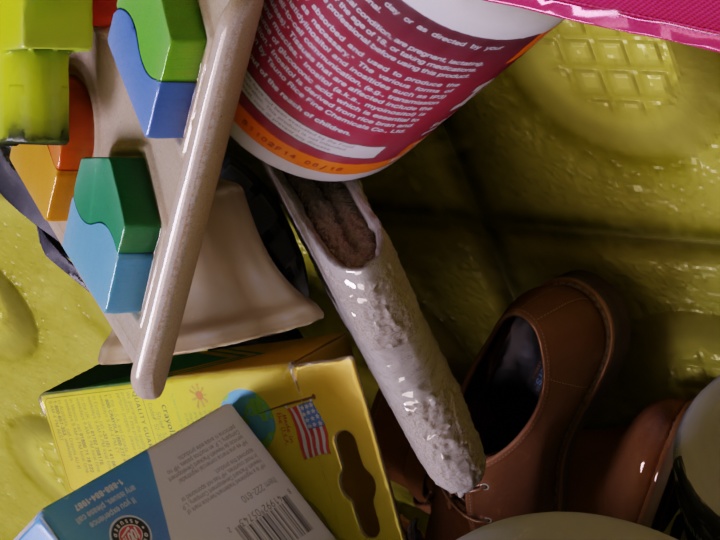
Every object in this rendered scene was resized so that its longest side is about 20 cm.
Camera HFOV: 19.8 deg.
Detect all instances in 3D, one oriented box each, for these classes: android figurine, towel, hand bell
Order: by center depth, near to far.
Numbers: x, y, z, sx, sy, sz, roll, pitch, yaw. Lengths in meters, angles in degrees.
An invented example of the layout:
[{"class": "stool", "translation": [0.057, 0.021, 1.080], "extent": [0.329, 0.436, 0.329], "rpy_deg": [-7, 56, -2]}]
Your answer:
[{"class": "android figurine", "translation": [-0.152, -0.151, 0.867], "extent": [0.182, 0.041, 0.200], "rpy_deg": [7, 99, 60]}, {"class": "towel", "translation": [0.000, 0.000, 0.914], "extent": [0.133, 0.034, 0.200], "rpy_deg": [63, 178, -33]}, {"class": "hand bell", "translation": [-0.086, -0.066, 0.927], "extent": [0.104, 0.104, 0.200], "rpy_deg": [-8, 94, 46]}]

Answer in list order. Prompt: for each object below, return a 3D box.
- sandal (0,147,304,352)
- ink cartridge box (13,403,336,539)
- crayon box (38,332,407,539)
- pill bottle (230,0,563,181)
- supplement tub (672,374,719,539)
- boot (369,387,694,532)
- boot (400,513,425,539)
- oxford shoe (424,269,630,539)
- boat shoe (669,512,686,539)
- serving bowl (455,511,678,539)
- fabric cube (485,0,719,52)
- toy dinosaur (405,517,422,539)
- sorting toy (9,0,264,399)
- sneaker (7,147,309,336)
[{"class": "sandal", "translation": [-0.112, 0.005, 1.050], "extent": [0.200, 0.076, 0.043], "rpy_deg": [39, 109, -17]}, {"class": "ink cartridge box", "translation": [-0.058, 0.179, 0.920], "extent": [0.200, 0.145, 0.085], "rpy_deg": [51, 125, 9]}, {"class": "crayon box", "translation": [-0.055, 0.103, 1.014], "extent": [0.200, 0.051, 0.127], "rpy_deg": [-8, 102, 37]}, {"class": "pill bottle", "translation": [0.021, -0.120, 0.777], "extent": [0.113, 0.113, 0.200], "rpy_deg": [42, 146, -7]}, {"class": "supplement tub", "translation": [0.209, 0.137, 0.908], "extent": [0.122, 0.123, 0.200], "rpy_deg": [13, 140, 31]}, {"class": "boot", "translation": [0.081, 0.089, 1.020], "extent": [0.155, 0.077, 0.200], "rpy_deg": [35, 153, 10]}, {"class": "boot", "translation": [0.058, 0.210, 1.169], "extent": [0.201, 0.071, 0.144], "rpy_deg": [20, 146, 30]}, {"class": "oxford shoe", "translation": [0.057, 0.094, 0.946], "extent": [0.071, 0.071, 0.200], "rpy_deg": [29, 116, 32]}, {"class": "boat shoe", "translation": [0.192, 0.193, 1.039], "extent": [0.068, 0.072, 0.200], "rpy_deg": [26, 147, 57]}, {"class": "serving bowl", "translation": [0.110, 0.173, 0.849], "extent": [0.200, 0.066, 0.200], "rpy_deg": [20, 132, 23]}, {"class": "fabric cube", "translation": [0.094, -0.200, 0.546], "extent": [0.196, 0.200, 0.199], "rpy_deg": [15, 142, 27]}, {"class": "toy dinosaur", "translation": [-0.043, 0.167, 1.085], "extent": [0.181, 0.200, 0.105], "rpy_deg": [-14, 156, 29]}, {"class": "sorting toy", "translation": [-0.101, -0.075, 0.846], "extent": [0.200, 0.036, 0.185], "rpy_deg": [-123, 42, -50]}, {"class": "sneaker", "translation": [-0.100, -0.050, 1.007], "extent": [0.200, 0.075, 0.079], "rpy_deg": [44, -170, -6]}]
